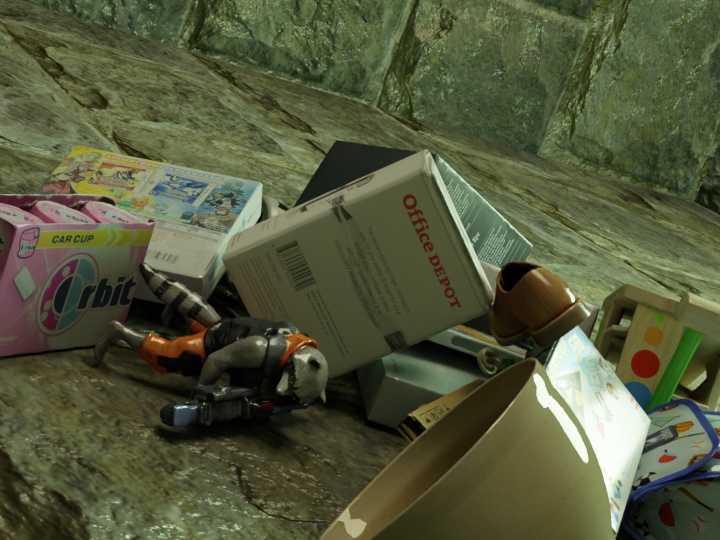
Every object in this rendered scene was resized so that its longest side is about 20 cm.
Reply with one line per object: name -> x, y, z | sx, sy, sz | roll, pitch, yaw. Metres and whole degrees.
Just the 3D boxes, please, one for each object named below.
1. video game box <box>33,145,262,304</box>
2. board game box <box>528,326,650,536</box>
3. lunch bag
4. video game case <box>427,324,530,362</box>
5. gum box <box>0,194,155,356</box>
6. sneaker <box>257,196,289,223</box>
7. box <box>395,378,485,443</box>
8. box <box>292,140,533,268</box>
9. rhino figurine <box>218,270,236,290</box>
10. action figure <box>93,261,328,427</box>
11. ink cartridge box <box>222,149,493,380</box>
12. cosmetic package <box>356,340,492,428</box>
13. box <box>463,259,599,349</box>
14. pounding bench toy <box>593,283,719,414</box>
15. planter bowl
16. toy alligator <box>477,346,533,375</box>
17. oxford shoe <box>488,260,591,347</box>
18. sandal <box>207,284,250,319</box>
video game box -> -0.214, -0.044, 1.508 | 0.200, 0.047, 0.182 | 12, 36, 10
board game box -> 0.181, 0.131, 1.331 | 0.126, 0.035, 0.200 | 52, 28, -7
lunch bag -> 0.312, 0.191, 1.405 | 0.200, 0.124, 0.170 | 5, 13, 0
video game case -> 0.106, 0.068, 1.572 | 0.200, 0.017, 0.143 | 20, 3, -20
gum box -> -0.257, 0.002, 1.301 | 0.066, 0.114, 0.200 | 26, 13, 24
sneaker -> -0.063, -0.012, 1.797 | 0.112, 0.073, 0.200 | 19, 20, -21
box -> 0.121, 0.164, 1.302 | 0.163, 0.021, 0.200 | 46, 17, 11
box -> 0.058, -0.049, 1.809 | 0.182, 0.104, 0.200 | 40, -15, -34
rhino figurine -> -0.047, -0.005, 1.506 | 0.200, 0.060, 0.087 | -9, 17, 5
action figure -> -0.116, 0.067, 1.288 | 0.193, 0.105, 0.200 | 15, 7, 22
ink cartridge box -> 0.000, 0.000, 1.415 | 0.200, 0.146, 0.085 | -23, 15, 9
cosmetic package -> 0.076, 0.112, 1.507 | 0.151, 0.052, 0.200 | 22, 12, -9
box -> 0.143, 0.051, 1.700 | 0.200, 0.048, 0.158 | 22, -22, 5
pounding bench toy -> 0.284, 0.108, 1.527 | 0.124, 0.156, 0.200 | 20, -8, 1
planter bowl -> 0.080, 0.171, 1.000 | 0.135, 0.200, 0.200 | 48, 13, -1
toy alligator -> 0.147, 0.102, 1.422 | 0.054, 0.059, 0.200 | -11, -23, 39
oxford shoe -> 0.146, 0.022, 1.402 | 0.071, 0.071, 0.200 | 53, -10, -2
sandal -> -0.161, 0.018, 1.549 | 0.200, 0.055, 0.082 | 40, 24, 18
